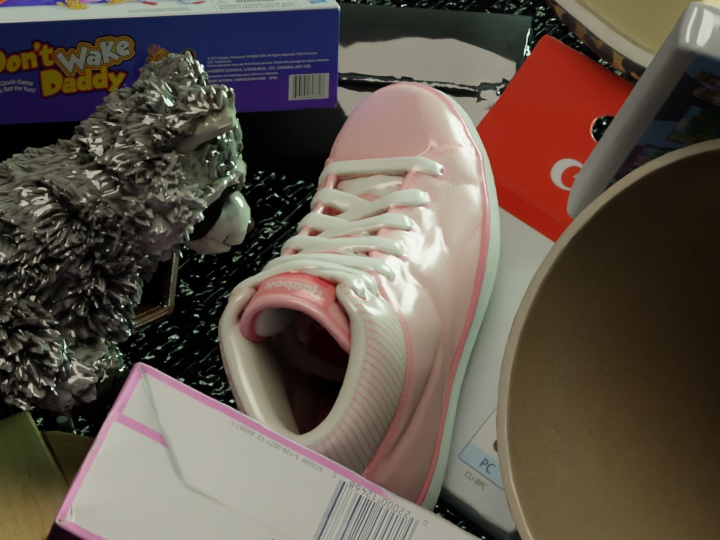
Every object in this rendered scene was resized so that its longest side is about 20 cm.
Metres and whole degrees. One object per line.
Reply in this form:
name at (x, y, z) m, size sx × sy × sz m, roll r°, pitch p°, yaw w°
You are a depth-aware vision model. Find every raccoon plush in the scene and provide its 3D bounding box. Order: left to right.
raccoon plush at (-0.130, -0.029, 0.974) m, size 0.199 × 0.135 × 0.097 m, roll 13°, pitch 17°, yaw -42°

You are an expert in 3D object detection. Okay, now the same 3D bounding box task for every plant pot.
plant pot at (0.179, 0.064, 0.988) m, size 0.186 × 0.200 × 0.189 m, roll -8°, pitch 75°, yaw 31°

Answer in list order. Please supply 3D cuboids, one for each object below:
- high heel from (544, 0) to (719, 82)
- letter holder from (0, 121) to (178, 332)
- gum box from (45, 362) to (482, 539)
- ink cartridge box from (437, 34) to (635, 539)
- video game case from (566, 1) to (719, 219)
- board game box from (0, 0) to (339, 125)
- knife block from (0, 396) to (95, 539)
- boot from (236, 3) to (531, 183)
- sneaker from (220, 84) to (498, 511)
high heel at (0.174, -0.076, 1.191) m, size 0.199 × 0.143 × 0.072 m, roll 19°, pitch 70°, yaw 24°
letter holder at (-0.189, -0.033, 1.127) m, size 0.198 × 0.101 × 0.142 m, roll 9°, pitch 11°, yaw 13°
gum box at (-0.012, 0.121, 0.922) m, size 0.199 × 0.114 × 0.066 m, roll 28°, pitch 65°, yaw -2°
ink cartridge box at (0.070, 0.000, 1.116) m, size 0.160 × 0.047 × 0.200 m, roll 34°, pitch 81°, yaw 32°
video game case at (0.182, -0.030, 0.993) m, size 0.181 × 0.200 × 0.023 m, roll 18°, pitch 73°, yaw -2°
board game box at (-0.120, -0.107, 1.119) m, size 0.198 × 0.045 × 0.135 m, roll -4°, pitch 25°, yaw -14°
knife block at (-0.158, 0.112, 1.044) m, size 0.174 × 0.064 × 0.201 m, roll 8°, pitch 43°, yaw 21°
boot at (-0.016, -0.120, 1.243) m, size 0.198 × 0.066 × 0.166 m, roll 7°, pitch 78°, yaw 13°
sneaker at (0.000, 0.000, 1.047) m, size 0.075 × 0.105 × 0.202 m, roll -3°, pitch 64°, yaw 24°
